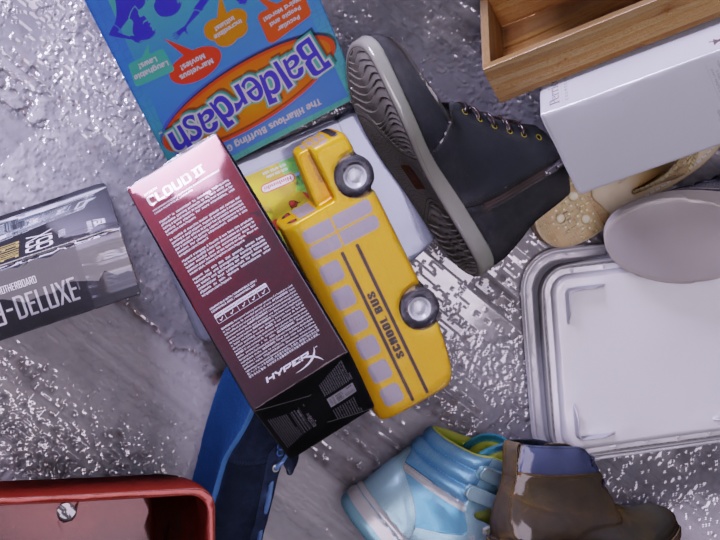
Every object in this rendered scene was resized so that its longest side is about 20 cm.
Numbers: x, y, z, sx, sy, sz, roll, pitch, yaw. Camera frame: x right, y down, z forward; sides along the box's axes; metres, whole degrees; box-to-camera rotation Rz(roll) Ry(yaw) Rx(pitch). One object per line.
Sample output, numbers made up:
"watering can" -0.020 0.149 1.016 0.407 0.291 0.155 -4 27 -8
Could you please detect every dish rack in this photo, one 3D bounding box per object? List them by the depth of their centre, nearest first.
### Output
"dish rack" 0.229 0.062 1.383 0.198 0.044 0.174 -7 98 -10

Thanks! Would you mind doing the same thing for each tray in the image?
"tray" 0.184 -0.195 1.275 0.198 0.099 0.037 -21 126 18

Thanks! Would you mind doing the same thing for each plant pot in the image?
"plant pot" -0.209 0.235 1.261 0.197 0.176 0.203 -1 98 -10

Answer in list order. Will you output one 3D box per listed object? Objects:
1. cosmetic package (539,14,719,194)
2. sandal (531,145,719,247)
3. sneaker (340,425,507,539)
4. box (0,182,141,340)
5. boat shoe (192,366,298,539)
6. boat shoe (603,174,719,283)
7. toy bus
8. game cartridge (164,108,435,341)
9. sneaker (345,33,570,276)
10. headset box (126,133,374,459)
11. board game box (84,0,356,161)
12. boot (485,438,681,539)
"cosmetic package" 0.232 -0.146 1.279 0.198 0.113 0.082 -19 125 16
"sandal" 0.224 -0.088 1.348 0.211 0.070 0.078 -39 102 -3
"sneaker" 0.094 0.204 1.360 0.131 0.080 0.200 -44 103 -1
"box" -0.237 -0.001 1.213 0.156 0.200 0.050 -19 104 -6
"boat shoe" -0.079 0.130 1.330 0.068 0.084 0.202 12 114 -25
"boat shoe" 0.284 -0.044 1.363 0.198 0.093 0.075 -4 113 5
"toy bus" 0.000 0.000 1.290 0.078 0.065 0.201 -28 102 -4
"game cartridge" -0.049 -0.031 1.327 0.198 0.040 0.134 -24 104 -6
"sneaker" 0.071 -0.106 1.299 0.106 0.075 0.201 -39 115 -18
"headset box" -0.077 0.012 1.206 0.075 0.149 0.201 -31 72 -3
"board game box" -0.104 -0.176 1.249 0.151 0.045 0.201 -28 127 -3
"boot" 0.177 0.172 1.346 0.199 0.074 0.098 -2 96 -41
